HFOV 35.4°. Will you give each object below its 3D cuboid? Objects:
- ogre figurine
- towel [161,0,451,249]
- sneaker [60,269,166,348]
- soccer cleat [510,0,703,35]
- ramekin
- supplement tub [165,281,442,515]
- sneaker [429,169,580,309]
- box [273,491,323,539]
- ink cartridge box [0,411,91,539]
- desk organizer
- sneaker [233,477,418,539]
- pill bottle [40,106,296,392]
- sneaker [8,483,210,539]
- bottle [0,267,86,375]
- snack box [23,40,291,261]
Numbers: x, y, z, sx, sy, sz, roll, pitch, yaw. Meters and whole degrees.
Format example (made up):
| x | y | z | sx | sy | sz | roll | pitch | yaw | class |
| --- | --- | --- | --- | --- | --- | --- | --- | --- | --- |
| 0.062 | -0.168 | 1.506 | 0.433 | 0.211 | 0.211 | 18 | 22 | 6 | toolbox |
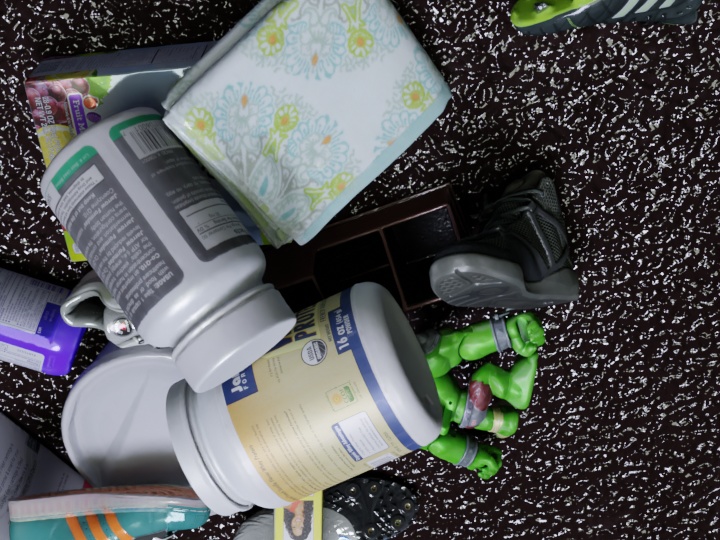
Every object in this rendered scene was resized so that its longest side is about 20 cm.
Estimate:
| x | y | z | sx | sy | sz | roll | pitch | yaw | class |
| --- | --- | --- | --- | --- | --- | --- | --- | --- | --- |
| 0.095 | 0.115 | 1.062 | 0.119 | 0.099 | 0.200 | 7 | 148 | -7 | ogre figurine |
| -0.039 | -0.133 | 0.894 | 0.200 | 0.048 | 0.171 | -45 | 129 | -4 | towel |
| -0.175 | 0.039 | 0.988 | 0.199 | 0.089 | 0.074 | 4 | 122 | 30 | sneaker |
| 0.218 | -0.218 | 0.882 | 0.199 | 0.068 | 0.081 | -20 | 131 | 13 | soccer cleat |
| -0.178 | 0.134 | 1.088 | 0.201 | 0.094 | 0.203 | 1 | 122 | 1 | ramekin |
| -0.046 | 0.110 | 0.941 | 0.199 | 0.145 | 0.145 | -25 | 118 | 10 | supplement tub |
| 0.115 | -0.028 | 0.946 | 0.076 | 0.199 | 0.115 | -16 | 78 | 37 | sneaker |
| -0.061 | 0.264 | 1.115 | 0.050 | 0.075 | 0.201 | 0 | 83 | -2 | box |
| -0.359 | 0.242 | 1.128 | 0.084 | 0.145 | 0.200 | -36 | 114 | 22 | ink cartridge box |
| 0.000 | 0.000 | 1.010 | 0.199 | 0.077 | 0.072 | -19 | 119 | 13 | desk organizer |
| -0.037 | 0.265 | 1.188 | 0.199 | 0.072 | 0.072 | -15 | 81 | -1 | sneaker |
| -0.144 | -0.015 | 0.860 | 0.113 | 0.113 | 0.200 | -40 | 81 | 23 | pill bottle |
| -0.230 | 0.243 | 1.044 | 0.199 | 0.071 | 0.080 | -6 | 87 | 14 | sneaker |
| -0.353 | 0.033 | 1.037 | 0.199 | 0.084 | 0.065 | 18 | 128 | -10 | bottle |
| -0.163 | -0.102 | 0.959 | 0.199 | 0.068 | 0.169 | -6 | 120 | 3 | snack box |
